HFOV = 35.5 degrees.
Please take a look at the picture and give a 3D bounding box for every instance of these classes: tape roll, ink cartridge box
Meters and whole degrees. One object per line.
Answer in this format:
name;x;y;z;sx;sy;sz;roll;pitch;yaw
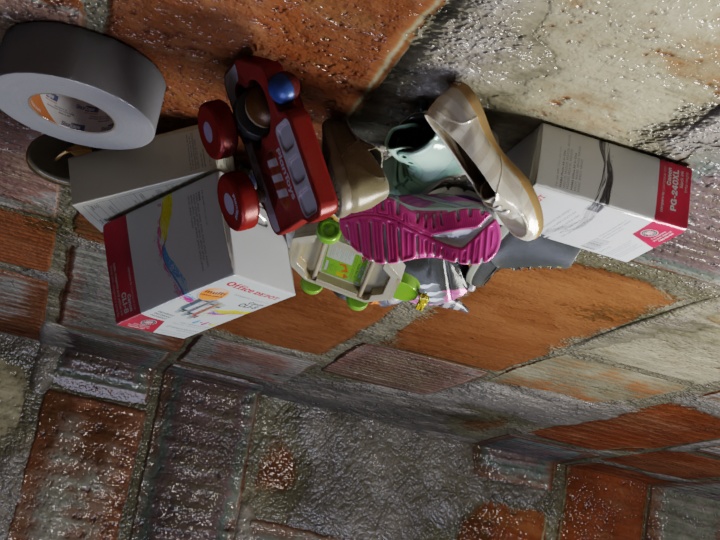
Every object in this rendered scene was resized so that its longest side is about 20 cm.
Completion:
tape roll;-0.334;-0.214;1.331;0.198;0.067;0.201;10;163;3
ink cartridge box;-0.209;-0.015;1.475;0.198;0.146;0.145;-22;159;26
ink cartridge box;0.267;-0.089;1.332;0.198;0.084;0.145;16;163;-13

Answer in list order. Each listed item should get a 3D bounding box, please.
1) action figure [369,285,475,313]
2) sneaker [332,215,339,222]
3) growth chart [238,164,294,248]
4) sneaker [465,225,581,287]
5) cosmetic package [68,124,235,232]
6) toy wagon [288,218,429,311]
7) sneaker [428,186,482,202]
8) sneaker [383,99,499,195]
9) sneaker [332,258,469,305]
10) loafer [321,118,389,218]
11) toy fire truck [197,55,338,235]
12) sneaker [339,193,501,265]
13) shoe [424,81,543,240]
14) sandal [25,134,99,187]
action figure;0.084;0.026;1.724;0.191;0.106;0.200;-3;-165;-13
sneaker;0.036;-0.087;1.492;0.088;0.076;0.199;-38;145;28
growth chart;-0.133;-0.092;1.596;0.145;0.018;0.200;46;159;-4
sneaker;0.217;-0.018;1.476;0.106;0.075;0.200;36;141;3
cosmetic package;-0.269;-0.121;1.475;0.197;0.074;0.104;-12;160;6
toy wagon;0.000;0.000;1.504;0.198;0.040;0.156;20;150;-2
sneaker;0.097;-0.054;1.463;0.198;0.084;0.081;-4;129;-35
sneaker;0.051;-0.137;1.322;0.117;0.075;0.199;16;154;-40
sneaker;0.060;-0.009;1.588;0.197;0.087;0.081;4;120;15
loafer;-0.009;-0.117;1.294;0.066;0.201;0.077;-1;121;-7
toy fire truck;-0.090;-0.140;1.222;0.111;0.202;0.168;-16;177;-28
sneaker;0.073;-0.050;1.330;0.197;0.082;0.088;9;-165;15
shoe;0.135;-0.109;1.232;0.201;0.053;0.070;57;160;-20
sandal;-0.358;-0.151;1.553;0.198;0.081;0.054;14;148;-17
